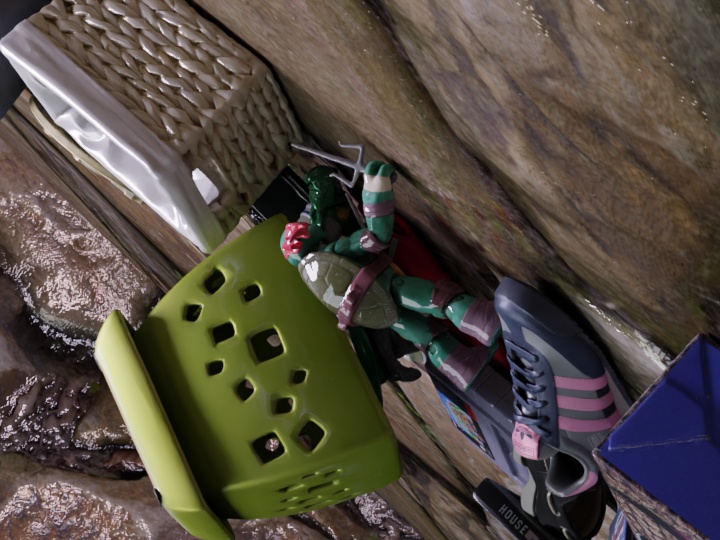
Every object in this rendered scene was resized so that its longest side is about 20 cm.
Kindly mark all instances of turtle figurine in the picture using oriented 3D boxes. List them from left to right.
[{"bbox_3d":[0.014,0.001,1.291,0.200,0.101,0.150,35,161,9],"label":"turtle figurine"}]

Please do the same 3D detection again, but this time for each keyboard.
[{"bbox_3d":[-0.105,-0.104,1.598,0.200,0.040,0.104,46,148,5],"label":"keyboard"}]

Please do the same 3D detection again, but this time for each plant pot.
[{"bbox_3d":[-0.090,0.100,1.393,0.200,0.181,0.200,80,164,-73],"label":"plant pot"}]

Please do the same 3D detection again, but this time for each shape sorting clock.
[{"bbox_3d":[-0.199,-0.096,1.542,0.199,0.039,0.200,29,-169,-6],"label":"shape sorting clock"}]

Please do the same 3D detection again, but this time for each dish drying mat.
[{"bbox_3d":[0.066,0.022,1.424,0.077,0.018,0.200,30,162,50],"label":"dish drying mat"}]

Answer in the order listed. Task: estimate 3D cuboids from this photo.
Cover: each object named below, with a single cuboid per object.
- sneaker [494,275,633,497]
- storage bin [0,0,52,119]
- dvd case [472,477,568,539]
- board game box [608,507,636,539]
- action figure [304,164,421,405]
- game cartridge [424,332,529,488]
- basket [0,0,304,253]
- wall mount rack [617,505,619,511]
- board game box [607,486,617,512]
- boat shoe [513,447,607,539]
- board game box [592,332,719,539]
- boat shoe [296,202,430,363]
[{"bbox_3d":[0.132,0.087,1.231,0.070,0.082,0.200,34,166,49],"label":"sneaker"},{"bbox_3d":[-0.310,-0.223,1.460,0.145,0.135,0.200,29,161,1],"label":"storage bin"},{"bbox_3d":[0.191,0.253,1.510,0.150,0.025,0.200,42,-174,39],"label":"dvd case"},{"bbox_3d":[0.228,0.224,1.179,0.135,0.035,0.200,25,-162,2],"label":"board game box"},{"bbox_3d":[0.000,0.000,1.439,0.118,0.054,0.200,-84,-26,-56],"label":"action figure"},{"bbox_3d":[0.120,0.134,1.511,0.129,0.038,0.200,35,166,28],"label":"game cartridge"},{"bbox_3d":[-0.156,-0.134,1.373,0.200,0.123,0.136,39,169,27],"label":"basket"},{"bbox_3d":[0.259,0.236,1.387,0.174,0.075,0.200,45,171,-25],"label":"wall mount rack"},{"bbox_3d":[0.148,0.129,1.530,0.200,0.023,0.105,37,166,38],"label":"board game box"},{"bbox_3d":[0.160,0.151,1.380,0.060,0.074,0.200,35,154,25],"label":"boat shoe"},{"bbox_3d":[0.241,0.156,1.023,0.159,0.097,0.200,37,168,37],"label":"board game box"},{"bbox_3d":[0.000,0.019,1.557,0.200,0.062,0.072,50,169,-31],"label":"boat shoe"}]
